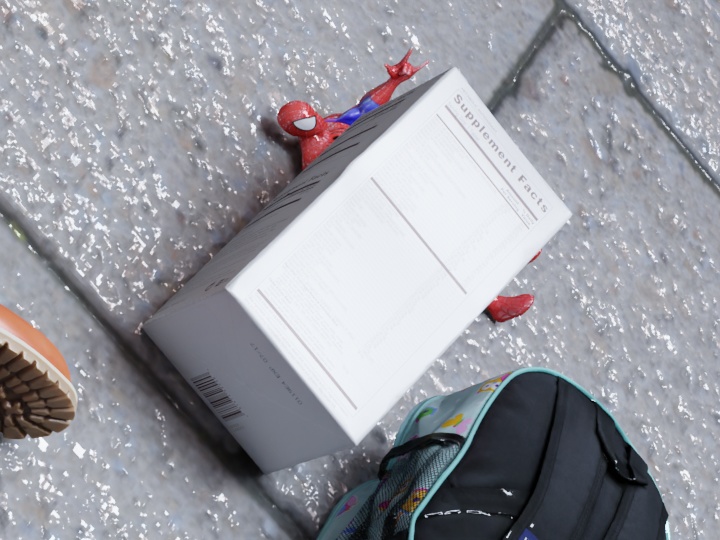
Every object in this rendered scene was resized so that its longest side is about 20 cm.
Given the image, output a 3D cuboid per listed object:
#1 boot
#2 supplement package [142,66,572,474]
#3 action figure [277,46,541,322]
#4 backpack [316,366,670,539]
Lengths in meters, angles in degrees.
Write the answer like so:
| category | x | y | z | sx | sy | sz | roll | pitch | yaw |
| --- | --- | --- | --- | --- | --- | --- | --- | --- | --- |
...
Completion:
| category | x | y | z | sx | sy | sz | roll | pitch | yaw |
| --- | --- | --- | --- | --- | --- | --- | --- | --- | --- |
| boot | -0.214 | 0.000 | 1.351 | 0.200 | 0.075 | 0.107 | 38 | 39 | -21 |
| supplement package | 0.000 | 0.000 | 1.492 | 0.200 | 0.109 | 0.114 | -44 | 101 | -30 |
| action figure | 0.043 | -0.055 | 1.628 | 0.200 | 0.099 | 0.065 | 33 | 45 | -24 |
| backpack | 0.072 | 0.157 | 1.479 | 0.176 | 0.153 | 0.200 | 48 | 51 | -16 |
